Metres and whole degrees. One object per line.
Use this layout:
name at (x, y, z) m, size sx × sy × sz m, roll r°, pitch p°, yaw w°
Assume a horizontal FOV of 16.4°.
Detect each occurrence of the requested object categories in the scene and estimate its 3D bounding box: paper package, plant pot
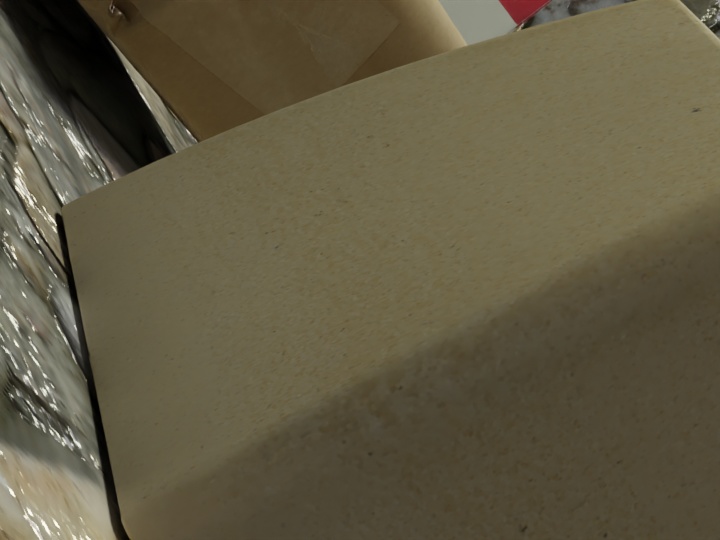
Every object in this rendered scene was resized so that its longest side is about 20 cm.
paper package at (-0.057, -0.121, 0.938) m, size 0.191 × 0.103 × 0.200 m, roll 50°, pitch 0°, yaw 36°
plant pot at (0.057, 0.046, 0.647) m, size 0.200 × 0.177 × 0.200 m, roll 56°, pitch 4°, yaw -25°

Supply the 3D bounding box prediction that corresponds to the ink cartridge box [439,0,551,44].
ink cartridge box at (0.004, -0.141, 1.315) m, size 0.083 × 0.200 × 0.145 m, roll 51°, pitch 6°, yaw -20°
